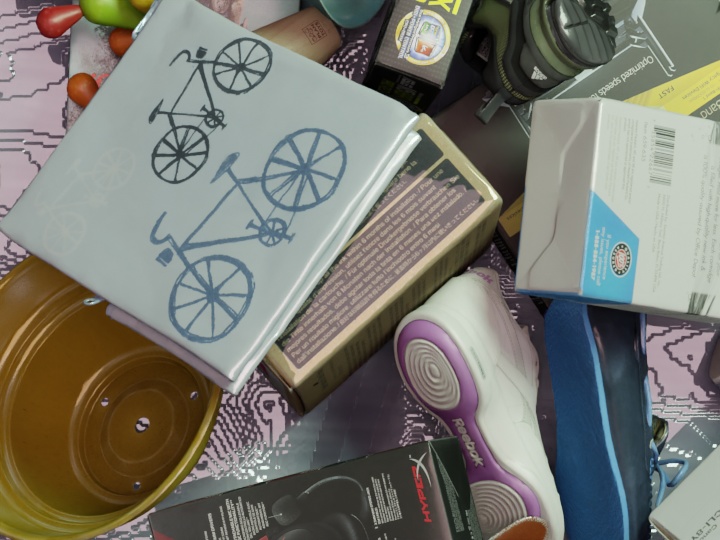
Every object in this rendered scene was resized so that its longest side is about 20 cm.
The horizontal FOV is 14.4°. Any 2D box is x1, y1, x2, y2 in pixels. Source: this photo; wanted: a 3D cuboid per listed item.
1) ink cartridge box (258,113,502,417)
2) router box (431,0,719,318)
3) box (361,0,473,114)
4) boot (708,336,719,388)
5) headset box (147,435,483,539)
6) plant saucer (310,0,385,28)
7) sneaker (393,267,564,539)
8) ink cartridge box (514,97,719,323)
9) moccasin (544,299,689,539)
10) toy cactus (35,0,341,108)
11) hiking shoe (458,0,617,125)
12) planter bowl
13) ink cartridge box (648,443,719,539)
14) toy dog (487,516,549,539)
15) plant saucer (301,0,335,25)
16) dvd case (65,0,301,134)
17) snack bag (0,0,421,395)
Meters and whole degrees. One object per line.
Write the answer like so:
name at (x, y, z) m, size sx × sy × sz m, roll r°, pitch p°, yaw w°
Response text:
ink cartridge box at (0.000, 0.000, 1.690) m, size 0.165 × 0.200 × 0.075 m, roll -41°, pitch 85°, yaw -5°
router box at (0.161, -0.081, 1.778) m, size 0.199 × 0.052 × 0.158 m, roll -33°, pitch 91°, yaw -4°
box at (0.048, -0.179, 1.700) m, size 0.044 × 0.200 × 0.161 m, roll 20°, pitch 86°, yaw -2°
boot at (0.301, 0.001, 1.783) m, size 0.090 × 0.073 × 0.201 m, roll 27°, pitch 95°, yaw -9°
headset box at (-0.026, 0.192, 1.656) m, size 0.199 × 0.075 × 0.150 m, roll -16°, pitch 85°, yaw 15°
plant saucer at (-0.009, -0.247, 1.711) m, size 0.027 × 0.200 × 0.202 m, roll 7°, pitch 88°, yaw 21°
sneaker at (0.091, 0.091, 1.747) m, size 0.074 × 0.100 × 0.201 m, roll 0°, pitch 122°, yaw 35°
ink cartridge box at (0.192, -0.030, 1.693) m, size 0.199 × 0.067 × 0.117 m, roll 10°, pitch 85°, yaw -35°
moccasin at (0.164, 0.103, 1.746) m, size 0.068 × 0.080 × 0.201 m, roll -19°, pitch 117°, yaw -31°
toy cactus at (-0.086, -0.109, 1.712) m, size 0.165 × 0.102 × 0.200 m, roll -35°, pitch 78°, yaw -16°
hiking shoe at (0.098, -0.168, 1.725) m, size 0.100 × 0.200 × 0.076 m, roll -32°, pitch 114°, yaw 22°
planter bowl at (-0.150, 0.081, 1.720) m, size 0.199 × 0.083 × 0.202 m, roll -12°, pitch 63°, yaw 24°
ink cartridge box at (0.294, 0.174, 1.728) m, size 0.145 × 0.083 × 0.200 m, roll -45°, pitch 116°, yaw -3°
toy dog at (0.103, 0.218, 1.712) m, size 0.199 × 0.096 × 0.133 m, roll 10°, pitch 70°, yaw -27°
plant saucer at (-0.080, -0.133, 1.782) m, size 0.070 × 0.019 × 0.200 m, roll 42°, pitch 87°, yaw -2°
dvd case at (-0.110, -0.113, 1.760) m, size 0.145 × 0.022 × 0.202 m, roll 3°, pitch 88°, yaw -3°
snack bag at (-0.091, -0.049, 1.615) m, size 0.199 × 0.021 × 0.189 m, roll 29°, pitch 78°, yaw 29°
